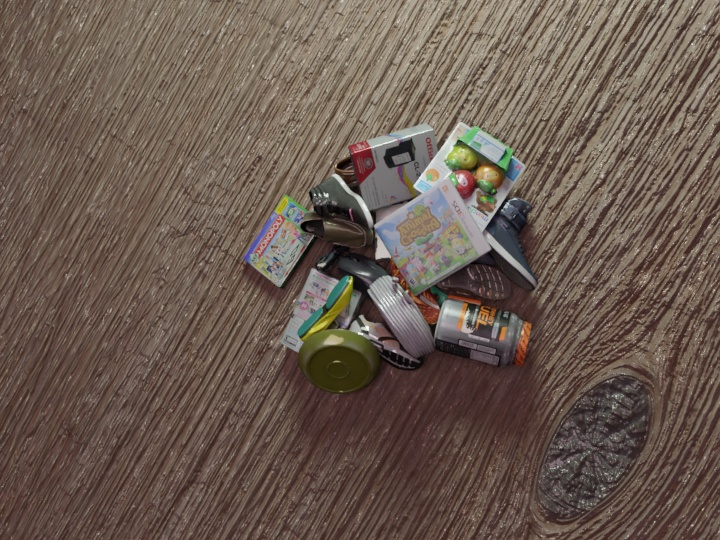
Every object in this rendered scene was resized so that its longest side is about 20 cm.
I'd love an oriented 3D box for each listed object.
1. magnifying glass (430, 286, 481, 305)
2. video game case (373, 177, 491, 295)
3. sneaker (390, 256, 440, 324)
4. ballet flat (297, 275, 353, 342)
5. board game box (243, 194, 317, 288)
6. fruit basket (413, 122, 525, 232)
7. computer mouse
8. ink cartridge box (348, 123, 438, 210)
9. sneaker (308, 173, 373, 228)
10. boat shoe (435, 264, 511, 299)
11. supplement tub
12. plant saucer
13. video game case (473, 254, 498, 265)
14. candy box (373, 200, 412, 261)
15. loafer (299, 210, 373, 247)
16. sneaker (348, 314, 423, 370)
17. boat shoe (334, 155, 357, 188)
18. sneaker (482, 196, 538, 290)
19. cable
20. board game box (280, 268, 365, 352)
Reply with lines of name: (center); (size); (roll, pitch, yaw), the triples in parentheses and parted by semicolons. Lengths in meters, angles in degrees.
magnifying glass: (0.186, 0.065, 1.429); (0.197, 0.022, 0.081); (11, 89, 16)
video game case: (0.155, -0.072, 1.321); (0.199, 0.022, 0.184); (-32, 89, 17)
sneaker: (0.123, 0.035, 1.397); (0.072, 0.077, 0.202); (-23, 83, 4)
ballet flat: (-0.067, 0.099, 1.413); (0.067, 0.067, 0.200); (36, 106, -20)
board game box: (-0.197, -0.074, 1.558); (0.134, 0.029, 0.201); (35, 94, 17)
fruit basket: (0.245, -0.213, 1.337); (0.184, 0.094, 0.201); (35, 70, 8)
computer mouse: (0.000, 0.000, 1.446); (0.199, 0.138, 0.053); (36, 130, 10)
ink cartridge box: (0.085, -0.242, 1.409); (0.197, 0.083, 0.148); (-17, 112, -1)
sneaker: (-0.051, -0.144, 1.415); (0.098, 0.071, 0.200); (-29, 51, -15)
boat shoe: (0.250, 0.022, 1.390); (0.197, 0.072, 0.077); (17, 80, -2)
supplement tub: (0.271, 0.141, 1.340); (0.197, 0.122, 0.124); (13, 87, 14)
plant saucer: (-0.051, 0.223, 1.409); (0.197, 0.031, 0.202); (1, 126, 2)
video game case: (0.243, -0.092, 1.384); (0.197, 0.019, 0.145); (6, 84, -11)
candy box: (0.133, -0.097, 1.443); (0.197, 0.061, 0.139); (-3, 85, 16)
loafer: (-0.063, -0.092, 1.457); (0.197, 0.070, 0.076); (13, 117, 25)
sneaker: (0.062, 0.168, 1.429); (0.198, 0.074, 0.081); (26, 56, 6)
boat shoe: (0.027, -0.266, 1.475); (0.198, 0.072, 0.077); (-24, 58, 12)
sneaker: (0.357, -0.069, 1.354); (0.146, 0.077, 0.203); (-43, 89, -11)
cable: (0.091, 0.104, 1.333); (0.069, 0.200, 0.201); (-34, 97, -3)
board game box: (-0.090, 0.117, 1.485); (0.146, 0.064, 0.202); (25, 92, 17)
